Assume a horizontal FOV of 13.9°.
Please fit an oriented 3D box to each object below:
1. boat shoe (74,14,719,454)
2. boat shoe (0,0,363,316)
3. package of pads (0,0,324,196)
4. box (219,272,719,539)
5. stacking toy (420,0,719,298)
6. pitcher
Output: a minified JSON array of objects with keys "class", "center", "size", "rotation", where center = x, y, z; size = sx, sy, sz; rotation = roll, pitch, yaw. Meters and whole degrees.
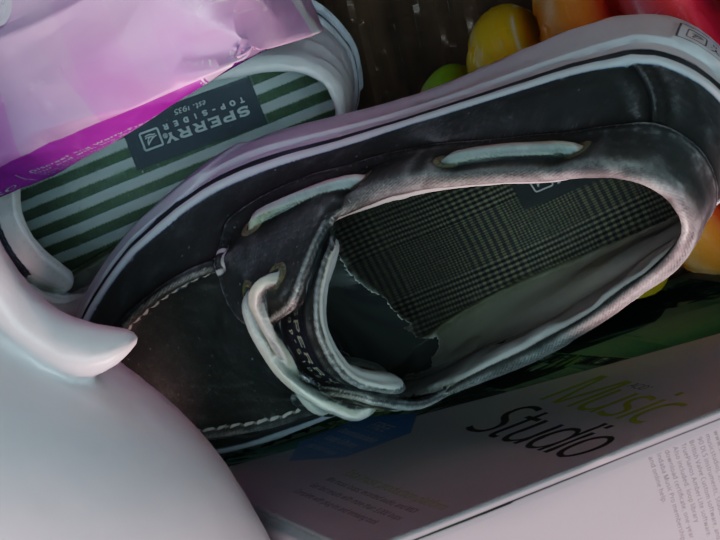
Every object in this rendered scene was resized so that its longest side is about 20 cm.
[{"class":"boat shoe","center":[0.000,0.000,0.709],"size":[0.200,0.071,0.072],"rotation":[-29,106,30]},{"class":"boat shoe","center":[-0.093,-0.019,0.787],"size":[0.199,0.067,0.074],"rotation":[-30,103,4]},{"class":"package of pads","center":[-0.100,-0.121,0.712],"size":[0.120,0.076,0.201],"rotation":[-23,91,15]},{"class":"box","center":[0.065,0.040,0.740],"size":[0.199,0.144,0.037],"rotation":[-19,100,-20]},{"class":"stacking toy","center":[0.040,-0.021,0.776],"size":[0.200,0.116,0.110],"rotation":[-30,124,14]},{"class":"pitcher","center":[-0.106,0.033,0.665],"size":[0.200,0.121,0.172],"rotation":[34,115,-4]}]
